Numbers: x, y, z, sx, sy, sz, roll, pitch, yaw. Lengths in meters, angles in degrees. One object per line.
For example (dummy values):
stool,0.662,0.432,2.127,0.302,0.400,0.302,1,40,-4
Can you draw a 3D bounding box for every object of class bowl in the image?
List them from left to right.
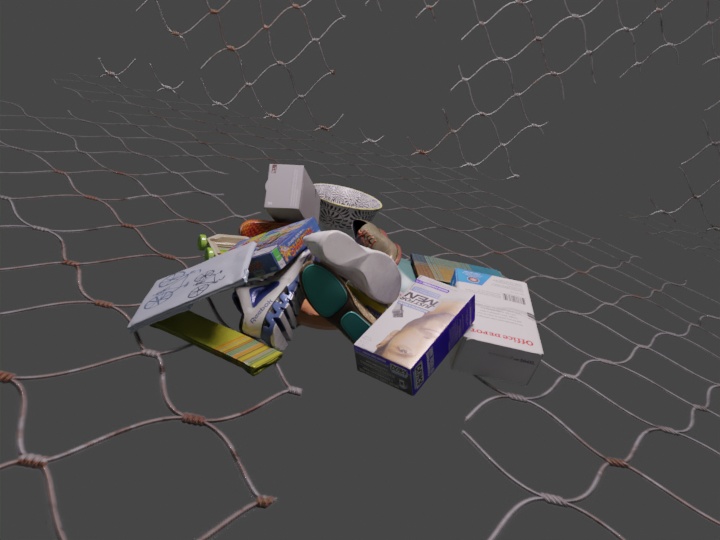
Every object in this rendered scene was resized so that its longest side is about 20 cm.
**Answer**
bowl,-0.051,-0.151,1.714,0.199,0.095,0.201,14,19,-5

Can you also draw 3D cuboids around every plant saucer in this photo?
plant saucer,-0.081,0.057,1.213,0.198,0.038,0.200,13,20,-5
plant saucer,0.120,0.031,1.333,0.199,0.036,0.200,33,16,-10

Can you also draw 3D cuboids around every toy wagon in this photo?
toy wagon,-0.238,-0.026,1.323,0.154,0.040,0.200,4,23,-27

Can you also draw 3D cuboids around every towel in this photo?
towel,-0.222,0.106,1.013,0.199,0.018,0.086,21,15,20
towel,0.204,0.013,1.342,0.198,0.022,0.147,10,20,-7

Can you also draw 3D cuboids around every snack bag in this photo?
snack bag,-0.256,0.021,1.039,0.198,0.022,0.189,-23,19,4

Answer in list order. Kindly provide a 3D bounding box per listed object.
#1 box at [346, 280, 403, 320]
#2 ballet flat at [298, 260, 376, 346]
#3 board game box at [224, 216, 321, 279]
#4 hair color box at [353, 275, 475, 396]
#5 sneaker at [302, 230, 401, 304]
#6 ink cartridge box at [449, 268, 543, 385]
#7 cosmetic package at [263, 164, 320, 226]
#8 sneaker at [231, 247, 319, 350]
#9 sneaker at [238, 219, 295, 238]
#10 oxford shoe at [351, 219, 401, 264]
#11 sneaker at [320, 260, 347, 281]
box,0.059,0.075,1.186,0.199,0.049,0.117,32,22,-1
ballet flat,-0.034,0.059,1.095,0.201,0.070,0.065,53,6,-18
board game box,-0.179,-0.028,1.147,0.199,0.035,0.135,-14,21,38
hair color box,0.091,0.098,1.059,0.109,0.065,0.200,19,46,31
sneaker,-0.013,-0.012,1.110,0.200,0.076,0.088,37,-16,-35
ink cartridge box,0.234,0.098,1.188,0.145,0.085,0.201,13,36,-4
cosmetic package,-0.152,-0.156,1.501,0.089,0.108,0.200,4,-12,6
sneaker,-0.148,0.034,1.094,0.114,0.081,0.200,10,50,19
sneaker,-0.175,-0.084,1.483,0.198,0.074,0.077,12,9,-16
oxford shoe,0.023,-0.046,1.285,0.075,0.071,0.200,35,7,-23
sneaker,-0.006,-0.020,1.404,0.198,0.080,0.075,0,14,-35
